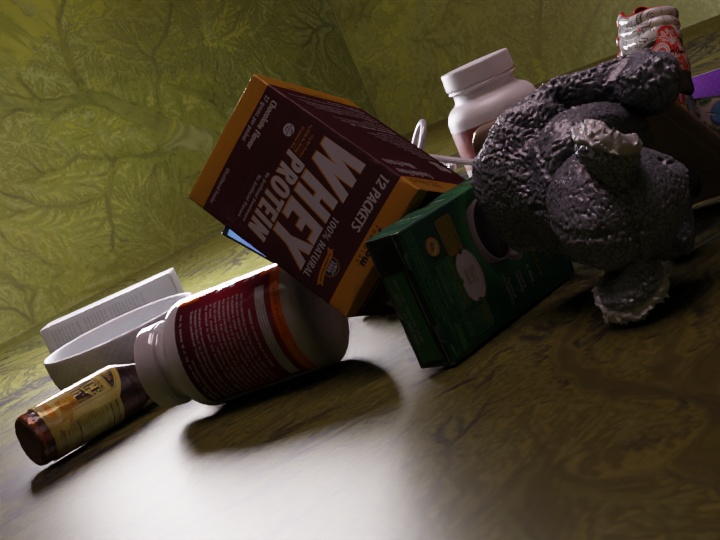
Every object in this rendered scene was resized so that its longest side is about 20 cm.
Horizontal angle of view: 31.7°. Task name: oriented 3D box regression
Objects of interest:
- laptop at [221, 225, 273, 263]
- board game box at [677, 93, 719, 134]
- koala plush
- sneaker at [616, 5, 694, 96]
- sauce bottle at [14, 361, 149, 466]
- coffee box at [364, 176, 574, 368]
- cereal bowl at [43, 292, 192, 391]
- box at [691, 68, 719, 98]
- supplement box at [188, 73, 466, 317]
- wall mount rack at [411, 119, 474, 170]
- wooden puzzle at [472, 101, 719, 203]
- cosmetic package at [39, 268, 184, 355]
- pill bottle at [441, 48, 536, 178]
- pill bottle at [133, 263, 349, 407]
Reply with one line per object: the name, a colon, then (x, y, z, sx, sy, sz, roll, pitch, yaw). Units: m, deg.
laptop: (-0.115, -0.065, 2.088, 0.199, 0.104, 0.177, -24, 9, 0)
board game box: (0.327, -0.143, 1.362, 0.199, 0.062, 0.200, -9, -4, -15)
koala plush: (0.185, -0.057, 0.971, 0.182, 0.179, 0.200, -11, 22, 1)
sneaker: (0.308, -0.224, 1.391, 0.067, 0.109, 0.201, -9, -5, -6)
sauce bottle: (-0.283, 0.142, 1.402, 0.199, 0.066, 0.066, -31, 11, -37)
coffee box: (0.100, -0.011, 1.092, 0.044, 0.124, 0.200, -15, 13, 46)
cereal bowl: (-0.283, 0.105, 1.566, 0.199, 0.084, 0.200, -24, 8, 4)
box: (0.419, -0.198, 1.475, 0.136, 0.039, 0.199, -1, -7, -35)
supplement box: (-0.013, -0.068, 1.202, 0.133, 0.200, 0.197, -59, -22, 14)
wall mount rack: (0.086, -0.069, 1.443, 0.074, 0.202, 0.174, 10, 2, -8)
wooden puzzle: (0.231, -0.110, 1.162, 0.184, 0.199, 0.037, -20, 53, 39)
cosmetic package: (-0.338, 0.084, 1.793, 0.199, 0.102, 0.071, -23, 7, 0)
pill bottle: (0.170, -0.150, 1.481, 0.112, 0.201, 0.112, -23, 8, 3)
pill bottle: (-0.120, 0.066, 1.248, 0.199, 0.114, 0.113, -20, 9, 23)
